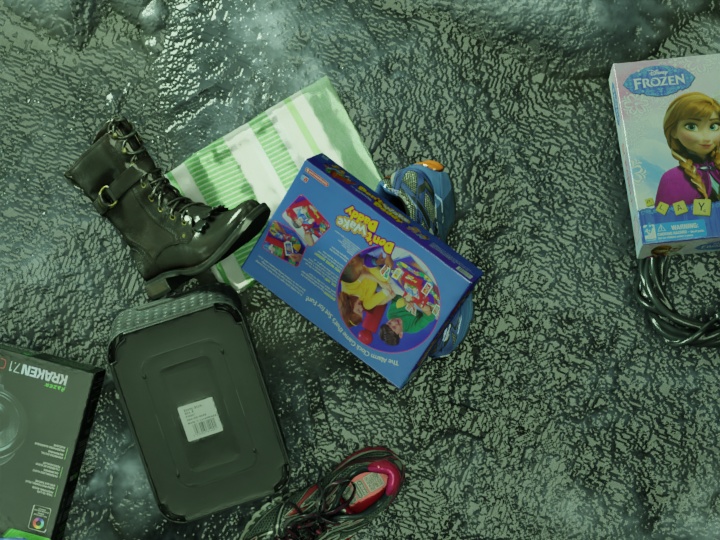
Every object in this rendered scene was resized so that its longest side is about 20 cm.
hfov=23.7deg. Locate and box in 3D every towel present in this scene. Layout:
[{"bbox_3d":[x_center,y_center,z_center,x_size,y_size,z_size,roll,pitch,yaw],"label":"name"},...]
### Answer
[{"bbox_3d":[-0.082,-0.082,1.737,0.199,0.023,0.153,-30,89,-2],"label":"towel"}]

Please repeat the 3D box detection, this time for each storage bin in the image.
[{"bbox_3d":[-0.157,0.128,1.675,0.134,0.094,0.201,-17,102,-2],"label":"storage bin"}]

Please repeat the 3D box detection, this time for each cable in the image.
[{"bbox_3d":[0.368,-0.003,1.723,0.163,0.051,0.201,29,79,10],"label":"cable"}]

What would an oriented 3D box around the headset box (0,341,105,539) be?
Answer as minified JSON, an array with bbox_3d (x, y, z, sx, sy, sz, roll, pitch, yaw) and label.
[{"bbox_3d":[-0.362,0.173,1.689,0.173,0.093,0.201,16,89,-1],"label":"headset box"}]

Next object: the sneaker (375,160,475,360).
[{"bbox_3d":[0.055,-0.008,1.705,0.078,0.075,0.201,-6,80,-33],"label":"sneaker"}]

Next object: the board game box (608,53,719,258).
[{"bbox_3d":[0.360,-0.119,1.709,0.199,0.041,0.201,-6,69,-1],"label":"board game box"}]

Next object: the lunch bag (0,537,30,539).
[{"bbox_3d":[-0.358,0.340,1.650,0.159,0.076,0.201,-5,122,14],"label":"lunch bag"}]

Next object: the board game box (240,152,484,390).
[{"bbox_3d":[0.000,0.000,1.663,0.200,0.045,0.135,37,112,9],"label":"board game box"}]

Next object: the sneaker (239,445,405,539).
[{"bbox_3d":[-0.043,0.244,1.707,0.200,0.075,0.081,-39,90,-1],"label":"sneaker"}]

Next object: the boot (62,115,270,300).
[{"bbox_3d":[-0.196,-0.075,1.673,0.200,0.069,0.175,-30,94,38],"label":"boot"}]
